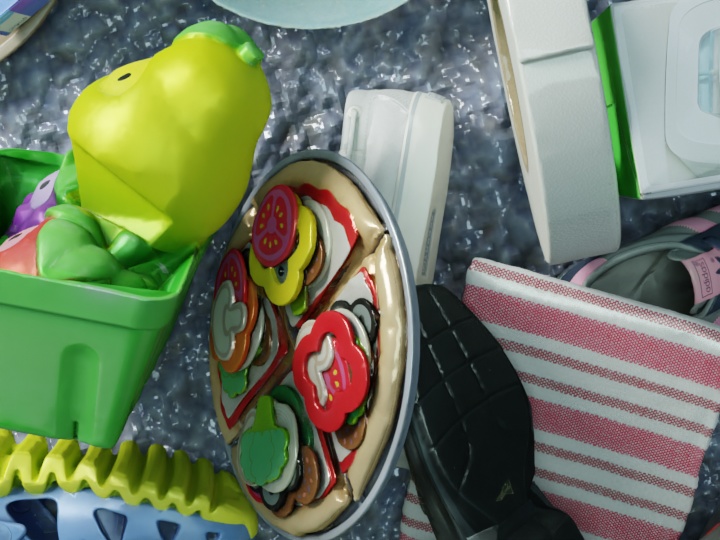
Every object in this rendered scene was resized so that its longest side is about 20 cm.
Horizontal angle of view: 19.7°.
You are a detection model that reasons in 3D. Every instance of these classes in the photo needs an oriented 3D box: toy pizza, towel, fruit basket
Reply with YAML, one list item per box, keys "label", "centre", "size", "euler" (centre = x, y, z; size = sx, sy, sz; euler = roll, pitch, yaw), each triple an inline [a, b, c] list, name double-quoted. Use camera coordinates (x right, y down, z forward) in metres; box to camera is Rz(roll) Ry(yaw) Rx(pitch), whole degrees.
- label: "toy pizza"
  centre: [-0.035, 0.038, 1.060]
  size: [0.032, 0.200, 0.202]
  euler: [2, 94, -32]
- label: "towel"
  centre: [0.105, 0.094, 1.090]
  size: [0.146, 0.030, 0.201]
  euler: [16, 119, 5]
- label: "fruit basket"
  centre: [-0.130, -0.035, 1.046]
  size: [0.155, 0.216, 0.217]
  euler: [11, 93, 1]

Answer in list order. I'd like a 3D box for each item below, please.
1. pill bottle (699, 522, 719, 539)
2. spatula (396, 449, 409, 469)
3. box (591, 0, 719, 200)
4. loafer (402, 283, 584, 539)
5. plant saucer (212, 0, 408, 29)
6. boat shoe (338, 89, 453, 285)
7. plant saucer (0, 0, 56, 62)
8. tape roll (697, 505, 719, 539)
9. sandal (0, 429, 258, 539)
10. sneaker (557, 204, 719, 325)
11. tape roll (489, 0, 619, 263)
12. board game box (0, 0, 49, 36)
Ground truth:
- label: "pill bottle"
  centre: [0.202, 0.186, 1.055]
  size: [0.200, 0.114, 0.114]
  euler: [-40, 91, 3]
- label: "spatula"
  centre: [0.037, 0.105, 1.138]
  size: [0.199, 0.021, 0.057]
  euler: [11, 91, 1]
- label: "box"
  centre: [0.208, -0.093, 1.034]
  size: [0.175, 0.200, 0.097]
  euler: [-10, 92, 3]
- label: "loafer"
  centre: [0.051, 0.103, 1.054]
  size: [0.073, 0.072, 0.201]
  euler: [-26, 99, -33]
- label: "plant saucer"
  centre: [-0.026, -0.229, 1.115]
  size: [0.200, 0.039, 0.202]
  euler: [0, 93, 3]
- label: "boat shoe"
  centre: [0.000, 0.000, 1.110]
  size: [0.068, 0.072, 0.201]
  euler: [10, 91, 12]
- label: "plant saucer"
  centre: [-0.248, -0.196, 1.129]
  size: [0.199, 0.029, 0.201]
  euler: [0, 93, 3]
- label: "tape roll"
  centre: [0.274, 0.192, 1.127]
  size: [0.201, 0.037, 0.204]
  euler: [0, 94, 2]
- label: "sandal"
  centre: [-0.153, 0.137, 1.124]
  size: [0.199, 0.079, 0.088]
  euler: [6, 99, 9]
- label: "sneaker"
  centre: [0.196, -0.001, 1.097]
  size: [0.199, 0.082, 0.070]
  euler: [-24, 90, 3]
- label: "tape roll"
  centre: [0.090, -0.104, 1.025]
  size: [0.037, 0.203, 0.204]
  euler: [-11, 92, 3]
- label: "board game box"
  centre: [-0.155, -0.237, 1.080]
  size: [0.200, 0.045, 0.135]
  euler: [-38, 89, 6]
